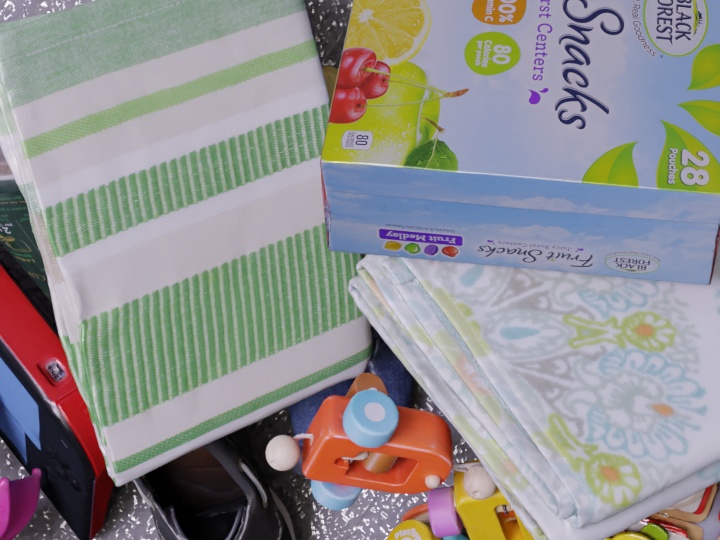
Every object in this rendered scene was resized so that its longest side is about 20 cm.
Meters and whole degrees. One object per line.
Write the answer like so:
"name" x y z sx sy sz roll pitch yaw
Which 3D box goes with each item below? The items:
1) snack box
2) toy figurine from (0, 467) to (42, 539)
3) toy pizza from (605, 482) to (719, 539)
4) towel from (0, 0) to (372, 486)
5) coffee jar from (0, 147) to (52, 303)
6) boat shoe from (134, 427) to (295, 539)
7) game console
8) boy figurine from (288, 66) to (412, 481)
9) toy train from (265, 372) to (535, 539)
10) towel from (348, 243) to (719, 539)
"snack box" 0.079 -0.097 0.696 0.167 0.068 0.201 6 54 7
"toy figurine" -0.251 0.081 0.819 0.183 0.150 0.202 20 110 18
"toy pizza" 0.164 0.124 0.736 0.198 0.032 0.202 5 106 18
"towel" -0.073 -0.025 0.676 0.152 0.023 0.202 -22 108 -26
"coffee jar" -0.113 -0.011 0.766 0.103 0.201 0.086 -6 50 16
"boat shoe" -0.077 0.124 0.775 0.071 0.068 0.201 -8 126 7
"game console" -0.196 0.044 0.812 0.031 0.177 0.200 -34 77 -27
"boy figurine" 0.000 0.000 0.775 0.123 0.064 0.202 -5 102 -25
"toy train" 0.019 0.109 0.738 0.149 0.201 0.056 7 52 -10
"towel" 0.117 0.020 0.686 0.199 0.048 0.172 -23 55 -22
